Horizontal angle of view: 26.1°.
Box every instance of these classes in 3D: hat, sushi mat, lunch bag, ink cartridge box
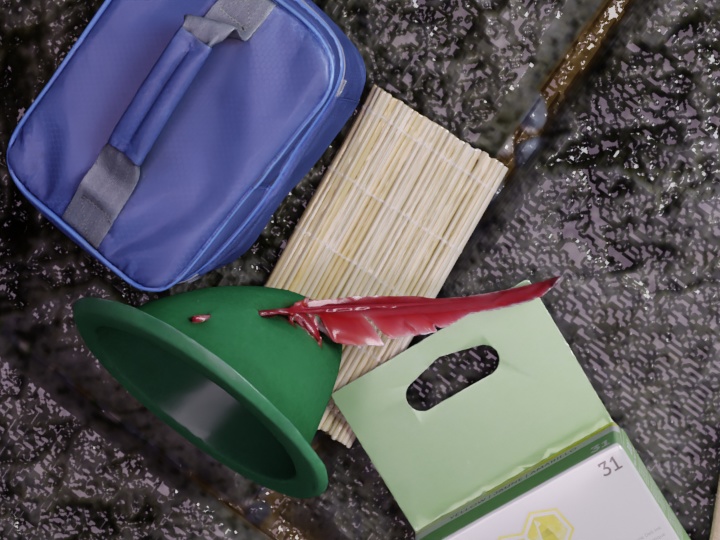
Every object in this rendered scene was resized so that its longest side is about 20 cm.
[{"bbox_3d":[-0.037,0.018,0.903,0.200,0.165,0.176,41,68,-14],"label":"hat"},{"bbox_3d":[0.000,0.000,0.929,0.095,0.012,0.201,30,101,3],"label":"sushi mat"},{"bbox_3d":[-0.090,-0.092,0.870,0.136,0.132,0.200,38,102,2],"label":"lunch bag"},{"bbox_3d":[0.090,0.129,0.909,0.145,0.048,0.201,-31,99,12],"label":"ink cartridge box"}]

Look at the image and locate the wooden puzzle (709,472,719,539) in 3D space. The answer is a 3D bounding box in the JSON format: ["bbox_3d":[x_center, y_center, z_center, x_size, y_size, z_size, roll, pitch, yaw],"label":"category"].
[{"bbox_3d":[0.291,0.193,0.902,0.184,0.037,0.202,8,95,8],"label":"wooden puzzle"}]
